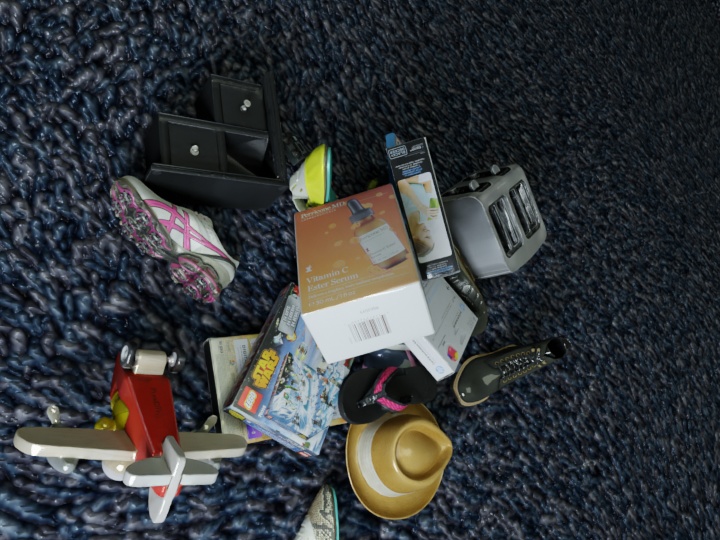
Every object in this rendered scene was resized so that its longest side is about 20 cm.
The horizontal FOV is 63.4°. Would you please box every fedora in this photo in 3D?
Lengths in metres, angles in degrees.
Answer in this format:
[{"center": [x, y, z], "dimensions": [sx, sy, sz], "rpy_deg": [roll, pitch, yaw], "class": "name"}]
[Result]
[{"center": [0.073, 0.272, 0.873], "dimensions": [0.200, 0.082, 0.202], "rpy_deg": [15, 66, -35], "class": "fedora"}]

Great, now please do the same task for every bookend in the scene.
[{"center": [-0.222, -0.203, 0.855], "dimensions": [0.198, 0.092, 0.201], "rpy_deg": [3, 69, -34], "class": "bookend"}]

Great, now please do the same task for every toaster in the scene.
[{"center": [0.244, -0.085, 1.103], "dimensions": [0.181, 0.118, 0.201], "rpy_deg": [-35, 106, -40], "class": "toaster"}]

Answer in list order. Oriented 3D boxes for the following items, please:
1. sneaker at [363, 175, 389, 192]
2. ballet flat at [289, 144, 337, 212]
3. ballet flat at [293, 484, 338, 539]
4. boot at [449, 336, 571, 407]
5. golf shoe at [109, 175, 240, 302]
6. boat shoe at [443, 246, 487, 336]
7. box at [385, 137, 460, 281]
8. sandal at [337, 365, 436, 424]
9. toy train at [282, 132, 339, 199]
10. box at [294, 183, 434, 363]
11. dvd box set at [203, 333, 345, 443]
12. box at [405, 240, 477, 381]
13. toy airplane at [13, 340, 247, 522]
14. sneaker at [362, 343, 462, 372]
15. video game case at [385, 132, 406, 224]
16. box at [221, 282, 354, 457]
[{"center": [0.035, -0.074, 0.976], "dimensions": [0.085, 0.074, 0.201], "rpy_deg": [62, 36, -37], "class": "sneaker"}, {"center": [-0.070, -0.119, 0.864], "dimensions": [0.067, 0.200, 0.067], "rpy_deg": [1, 72, 1], "class": "ballet flat"}, {"center": [-0.054, 0.390, 0.761], "dimensions": [0.075, 0.068, 0.201], "rpy_deg": [-5, 77, -20], "class": "ballet flat"}, {"center": [0.262, 0.167, 1.020], "dimensions": [0.199, 0.138, 0.078], "rpy_deg": [-26, 87, -38], "class": "boot"}, {"center": [-0.250, -0.053, 0.794], "dimensions": [0.200, 0.072, 0.092], "rpy_deg": [51, 45, -20], "class": "golf shoe"}, {"center": [0.174, 0.022, 1.049], "dimensions": [0.201, 0.075, 0.074], "rpy_deg": [64, 20, -19], "class": "boat shoe"}, {"center": [0.095, -0.094, 0.884], "dimensions": [0.117, 0.060, 0.201], "rpy_deg": [-58, 133, -79], "class": "box"}, {"center": [0.049, 0.171, 0.847], "dimensions": [0.199, 0.045, 0.076], "rpy_deg": [-4, 76, -41], "class": "sandal"}, {"center": [-0.072, -0.147, 0.979], "dimensions": [0.200, 0.034, 0.046], "rpy_deg": [54, 41, -6], "class": "toy train"}, {"center": [0.000, 0.000, 0.791], "dimensions": [0.201, 0.151, 0.107], "rpy_deg": [-102, 172, -45], "class": "box"}, {"center": [-0.114, 0.160, 0.826], "dimensions": [0.199, 0.029, 0.147], "rpy_deg": [-3, 73, -35], "class": "dvd box set"}, {"center": [0.096, 0.053, 0.942], "dimensions": [0.200, 0.041, 0.156], "rpy_deg": [48, 38, -6], "class": "box"}, {"center": [-0.243, 0.194, 0.654], "dimensions": [0.200, 0.141, 0.199], "rpy_deg": [37, 22, -1], "class": "toy airplane"}, {"center": [0.081, 0.157, 0.957], "dimensions": [0.199, 0.070, 0.083], "rpy_deg": [20, 91, -34], "class": "sneaker"}, {"center": [0.096, -0.135, 1.038], "dimensions": [0.200, 0.018, 0.144], "rpy_deg": [33, 49, -59], "class": "video game case"}, {"center": [-0.086, 0.135, 0.809], "dimensions": [0.137, 0.040, 0.201], "rpy_deg": [36, 53, -17], "class": "box"}]
